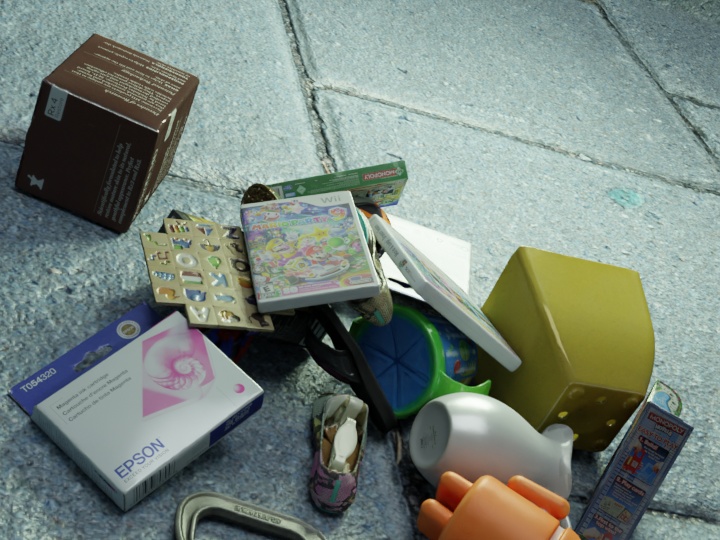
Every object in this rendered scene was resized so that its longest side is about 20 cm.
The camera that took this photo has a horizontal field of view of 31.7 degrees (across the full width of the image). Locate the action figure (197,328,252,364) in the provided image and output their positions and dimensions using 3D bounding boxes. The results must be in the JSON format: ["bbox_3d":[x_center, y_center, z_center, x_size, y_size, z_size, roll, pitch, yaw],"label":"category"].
[{"bbox_3d":[-0.171,0.088,1.514,0.065,0.052,0.200,31,25,1],"label":"action figure"}]

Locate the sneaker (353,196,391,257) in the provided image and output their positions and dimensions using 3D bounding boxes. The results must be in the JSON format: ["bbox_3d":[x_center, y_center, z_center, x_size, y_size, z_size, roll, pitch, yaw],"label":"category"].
[{"bbox_3d":[-0.051,-0.039,1.697,0.198,0.078,0.112,-20,30,-9],"label":"sneaker"}]

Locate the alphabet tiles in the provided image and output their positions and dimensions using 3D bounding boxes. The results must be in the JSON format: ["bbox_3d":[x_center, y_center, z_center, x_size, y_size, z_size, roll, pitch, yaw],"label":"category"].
[{"bbox_3d":[-0.168,0.003,1.481,0.165,0.006,0.201,6,35,-24],"label":"alphabet tiles"}]

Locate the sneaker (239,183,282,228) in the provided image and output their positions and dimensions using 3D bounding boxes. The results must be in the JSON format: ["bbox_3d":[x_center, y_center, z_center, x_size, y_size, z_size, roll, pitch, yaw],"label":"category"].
[{"bbox_3d":[-0.084,-0.028,1.637,0.090,0.067,0.201,27,21,-45],"label":"sneaker"}]

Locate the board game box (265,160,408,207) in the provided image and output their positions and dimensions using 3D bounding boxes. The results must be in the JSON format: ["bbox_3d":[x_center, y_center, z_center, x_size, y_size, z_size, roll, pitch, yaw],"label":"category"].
[{"bbox_3d":[-0.039,-0.105,1.767,0.198,0.135,0.029,-11,78,-7],"label":"board game box"}]

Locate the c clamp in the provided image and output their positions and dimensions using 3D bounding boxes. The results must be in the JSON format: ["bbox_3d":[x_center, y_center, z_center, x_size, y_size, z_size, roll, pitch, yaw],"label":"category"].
[{"bbox_3d":[-0.098,0.293,1.266,0.199,0.027,0.171,22,30,-5],"label":"c clamp"}]

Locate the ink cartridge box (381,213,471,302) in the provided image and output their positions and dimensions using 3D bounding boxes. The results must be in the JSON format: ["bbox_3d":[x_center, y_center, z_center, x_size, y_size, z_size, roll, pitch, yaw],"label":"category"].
[{"bbox_3d":[0.061,-0.006,1.818,0.195,0.044,0.201,20,33,-6],"label":"ink cartridge box"}]

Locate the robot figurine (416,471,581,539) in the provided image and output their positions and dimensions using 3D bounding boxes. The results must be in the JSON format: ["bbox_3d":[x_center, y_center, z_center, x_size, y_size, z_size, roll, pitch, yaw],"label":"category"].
[{"bbox_3d":[0.155,0.300,1.353,0.199,0.117,0.144,32,25,14],"label":"robot figurine"}]

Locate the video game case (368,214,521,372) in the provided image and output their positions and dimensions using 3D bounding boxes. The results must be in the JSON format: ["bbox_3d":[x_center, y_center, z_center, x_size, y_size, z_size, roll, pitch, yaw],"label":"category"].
[{"bbox_3d":[0.104,0.028,1.603,0.200,0.024,0.182,40,9,-34],"label":"video game case"}]

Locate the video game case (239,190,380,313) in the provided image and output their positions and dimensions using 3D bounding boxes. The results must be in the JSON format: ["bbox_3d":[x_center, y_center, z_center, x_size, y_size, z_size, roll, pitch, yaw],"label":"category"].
[{"bbox_3d":[-0.064,-0.026,1.519,0.142,0.018,0.201,-8,38,-7],"label":"video game case"}]

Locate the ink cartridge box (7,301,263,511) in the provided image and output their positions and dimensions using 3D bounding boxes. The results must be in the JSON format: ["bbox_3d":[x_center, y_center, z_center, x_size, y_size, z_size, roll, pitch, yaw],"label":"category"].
[{"bbox_3d":[-0.239,0.128,1.349,0.200,0.043,0.196,39,53,21],"label":"ink cartridge box"}]

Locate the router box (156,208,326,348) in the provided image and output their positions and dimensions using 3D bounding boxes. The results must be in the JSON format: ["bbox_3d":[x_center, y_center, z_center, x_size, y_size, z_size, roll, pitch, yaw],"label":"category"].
[{"bbox_3d":[-0.145,0.012,1.591,0.200,0.052,0.157,42,12,29],"label":"router box"}]

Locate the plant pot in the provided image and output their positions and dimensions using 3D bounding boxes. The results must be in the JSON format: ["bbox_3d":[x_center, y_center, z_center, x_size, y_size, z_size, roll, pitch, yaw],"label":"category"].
[{"bbox_3d":[0.269,0.119,1.649,0.193,0.196,0.201,11,38,-22],"label":"plant pot"}]

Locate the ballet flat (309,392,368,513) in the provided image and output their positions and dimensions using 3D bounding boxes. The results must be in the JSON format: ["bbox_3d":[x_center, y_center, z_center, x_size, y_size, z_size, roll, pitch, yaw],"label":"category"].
[{"bbox_3d":[-0.020,0.188,1.442,0.069,0.072,0.201,19,30,-8],"label":"ballet flat"}]

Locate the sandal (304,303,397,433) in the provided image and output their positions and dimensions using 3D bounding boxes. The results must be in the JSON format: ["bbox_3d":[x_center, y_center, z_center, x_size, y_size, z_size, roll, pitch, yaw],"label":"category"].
[{"bbox_3d":[-0.024,0.110,1.510,0.048,0.075,0.201,-30,88,-15],"label":"sandal"}]

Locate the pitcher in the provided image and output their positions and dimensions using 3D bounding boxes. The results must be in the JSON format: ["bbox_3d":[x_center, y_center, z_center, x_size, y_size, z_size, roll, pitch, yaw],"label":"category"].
[{"bbox_3d":[0.161,0.235,1.473,0.199,0.121,0.173,20,44,-30],"label":"pitcher"}]

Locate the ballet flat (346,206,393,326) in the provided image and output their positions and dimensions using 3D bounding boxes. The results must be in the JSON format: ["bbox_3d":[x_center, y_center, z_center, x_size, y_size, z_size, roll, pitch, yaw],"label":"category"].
[{"bbox_3d":[0.000,0.000,1.563,0.076,0.067,0.201,59,7,-38],"label":"ballet flat"}]

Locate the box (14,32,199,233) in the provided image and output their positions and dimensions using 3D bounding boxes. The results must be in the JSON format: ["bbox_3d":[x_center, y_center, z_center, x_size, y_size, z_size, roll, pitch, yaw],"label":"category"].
[{"bbox_3d":[-0.338,-0.189,1.707,0.163,0.167,0.200,23,30,-3],"label":"box"}]

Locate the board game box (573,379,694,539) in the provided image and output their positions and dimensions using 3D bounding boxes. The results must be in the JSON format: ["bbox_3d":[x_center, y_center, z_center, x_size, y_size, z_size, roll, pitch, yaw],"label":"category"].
[{"bbox_3d":[0.338,0.223,1.515,0.061,0.201,0.200,30,31,12],"label":"board game box"}]

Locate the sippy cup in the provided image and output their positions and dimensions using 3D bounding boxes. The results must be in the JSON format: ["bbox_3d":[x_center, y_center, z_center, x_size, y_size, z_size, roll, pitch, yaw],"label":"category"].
[{"bbox_3d":[0.077,0.110,1.588,0.130,0.139,0.179,0,59,-52],"label":"sippy cup"}]
